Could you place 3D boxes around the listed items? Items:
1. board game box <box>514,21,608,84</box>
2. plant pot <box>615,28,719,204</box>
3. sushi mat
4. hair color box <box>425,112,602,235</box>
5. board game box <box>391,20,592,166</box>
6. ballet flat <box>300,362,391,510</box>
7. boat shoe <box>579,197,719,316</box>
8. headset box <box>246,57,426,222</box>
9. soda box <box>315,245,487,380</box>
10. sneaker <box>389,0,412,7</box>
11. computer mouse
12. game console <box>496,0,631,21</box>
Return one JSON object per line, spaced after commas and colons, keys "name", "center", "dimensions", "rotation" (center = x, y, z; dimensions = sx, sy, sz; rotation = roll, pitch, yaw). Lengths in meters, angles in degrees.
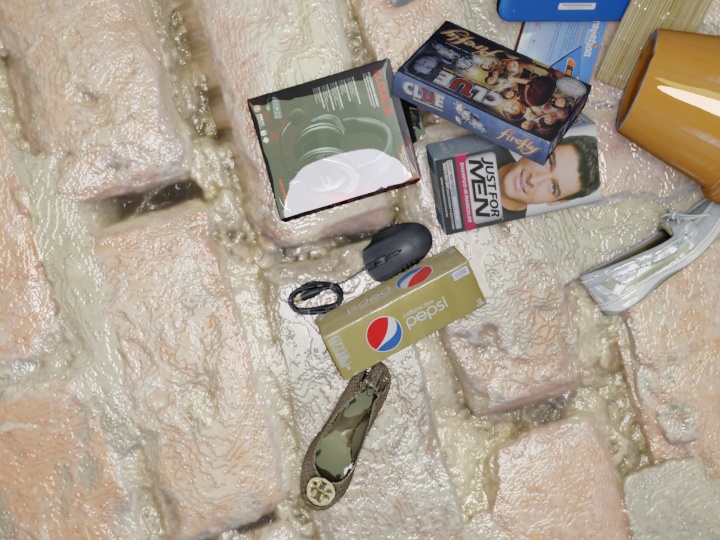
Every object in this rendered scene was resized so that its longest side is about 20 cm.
{"name": "board game box", "center": [0.240, -0.260, 1.184], "dimensions": [0.102, 0.019, 0.203], "rotation": [18, 90, -2]}
{"name": "plant pot", "center": [0.406, -0.191, 1.108], "dimensions": [0.181, 0.200, 0.203], "rotation": [20, 91, 4]}
{"name": "sushi mat", "center": [0.366, -0.308, 1.141], "dimensions": [0.094, 0.012, 0.202], "rotation": [15, 120, -12]}
{"name": "hair color box", "center": [0.186, -0.119, 1.150], "dimensions": [0.197, 0.061, 0.100], "rotation": [-13, 115, -2]}
{"name": "board game box", "center": [0.154, -0.211, 1.109], "dimensions": [0.198, 0.035, 0.136], "rotation": [28, 50, 15]}
{"name": "ballet flat", "center": [-0.018, 0.205, 1.172], "dimensions": [0.067, 0.046, 0.202], "rotation": [28, 90, -2]}
{"name": "boat shoe", "center": [0.364, -0.028, 1.168], "dimensions": [0.201, 0.074, 0.065], "rotation": [-39, 96, 6]}
{"name": "headset box", "center": [-0.021, -0.158, 1.150], "dimensions": [0.197, 0.077, 0.151], "rotation": [-15, 92, 0]}
{"name": "soda box", "center": [0.048, 0.050, 1.154], "dimensions": [0.198, 0.068, 0.065], "rotation": [-27, 111, -1]}
{"name": "sneaker", "center": [0.107, -0.401, 1.151], "dimensions": [0.198, 0.073, 0.071], "rotation": [-30, 86, -5]}
{"name": "computer mouse", "center": [0.000, 0.000, 1.175], "dimensions": [0.198, 0.034, 0.059], "rotation": [-30, 93, -1]}
{"name": "game console", "center": [0.254, -0.403, 1.135], "dimensions": [0.197, 0.119, 0.172], "rotation": [-4, 134, -13]}
